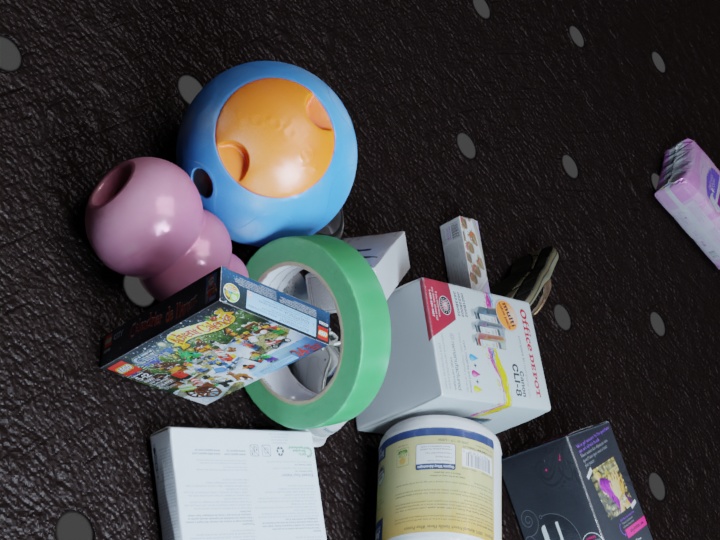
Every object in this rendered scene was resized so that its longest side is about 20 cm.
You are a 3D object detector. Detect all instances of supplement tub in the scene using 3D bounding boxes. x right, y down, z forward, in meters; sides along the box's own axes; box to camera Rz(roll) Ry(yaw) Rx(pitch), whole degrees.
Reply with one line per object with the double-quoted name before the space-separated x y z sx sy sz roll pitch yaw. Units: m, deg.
"supplement tub" 0.087 0.279 1.555 0.144 0.144 0.202 28 51 -34

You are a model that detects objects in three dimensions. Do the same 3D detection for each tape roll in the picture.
"tape roll" -0.056 0.064 1.476 0.048 0.200 0.203 -5 73 -48

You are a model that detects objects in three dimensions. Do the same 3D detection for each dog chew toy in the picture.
"dog chew toy" -0.191 -0.023 1.449 0.200 0.124 0.125 46 42 -30

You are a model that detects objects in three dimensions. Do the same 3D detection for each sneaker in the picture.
"sneaker" -0.050 0.090 1.556 0.074 0.087 0.202 -1 69 -44

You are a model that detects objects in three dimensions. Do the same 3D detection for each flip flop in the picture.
"flip flop" 0.224 0.031 1.899 0.200 0.080 0.058 -48 119 -54

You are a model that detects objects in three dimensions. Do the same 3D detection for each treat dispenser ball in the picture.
"treat dispenser ball" -0.103 -0.127 1.530 0.200 0.200 0.203 24 53 -36

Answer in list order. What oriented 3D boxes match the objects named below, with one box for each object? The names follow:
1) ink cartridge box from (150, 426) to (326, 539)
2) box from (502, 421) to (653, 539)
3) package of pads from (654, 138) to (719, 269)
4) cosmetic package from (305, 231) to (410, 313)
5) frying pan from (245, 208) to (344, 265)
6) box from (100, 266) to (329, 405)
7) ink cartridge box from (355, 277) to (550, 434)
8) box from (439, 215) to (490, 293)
"ink cartridge box" -0.116 0.263 1.427 0.198 0.040 0.202 9 63 -44
"box" 0.275 0.309 1.756 0.105 0.122 0.202 -8 75 -47
"package of pads" 0.580 -0.110 2.345 0.200 0.075 0.121 45 46 -20
"cosmetic package" 0.000 0.000 1.597 0.200 0.081 0.051 -50 134 -73
"frying pan" -0.082 -0.068 1.656 0.189 0.031 0.116 -10 77 -52
"box" -0.145 0.069 1.378 0.136 0.199 0.038 23 53 -36
"ink cartridge box" 0.103 0.112 1.662 0.199 0.144 0.147 12 60 -43
"box" 0.144 0.029 1.832 0.038 0.041 0.202 12 60 -42
